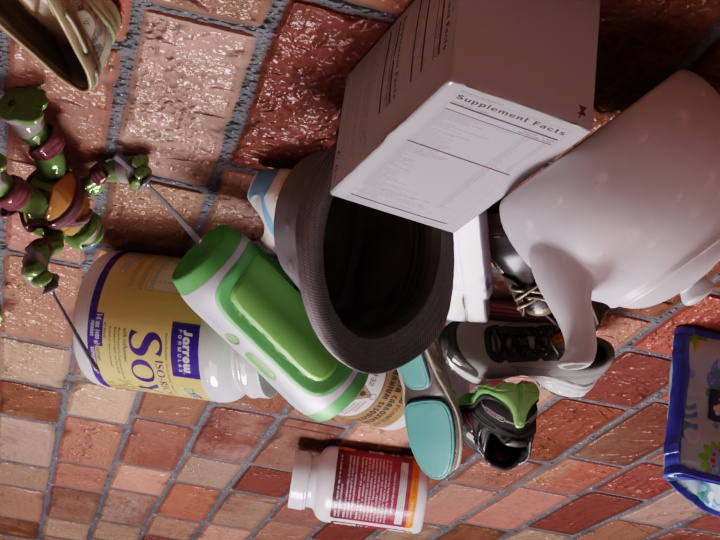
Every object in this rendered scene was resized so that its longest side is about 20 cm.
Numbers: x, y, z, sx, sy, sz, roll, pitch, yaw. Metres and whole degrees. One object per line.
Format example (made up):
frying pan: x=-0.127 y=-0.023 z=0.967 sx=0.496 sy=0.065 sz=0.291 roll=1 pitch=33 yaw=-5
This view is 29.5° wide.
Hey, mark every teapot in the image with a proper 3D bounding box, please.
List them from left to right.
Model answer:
teapot: x=0.212 y=-0.042 z=1.003 sx=0.200 sy=0.146 sz=0.197 roll=-37 pitch=179 yaw=21

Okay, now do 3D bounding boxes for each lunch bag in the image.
lunch bag: x=0.403 y=0.169 z=1.479 sx=0.200 sy=0.171 sz=0.127 roll=25 pitch=151 yaw=-31

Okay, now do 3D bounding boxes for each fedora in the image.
fedora: x=-0.008 y=-0.022 z=1.128 sx=0.090 sy=0.177 sz=0.201 roll=11 pitch=123 yaw=45

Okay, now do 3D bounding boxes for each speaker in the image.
speaker: x=-0.083 y=0.051 z=1.293 sx=0.200 sy=0.089 sz=0.088 roll=46 pitch=142 yaw=-18

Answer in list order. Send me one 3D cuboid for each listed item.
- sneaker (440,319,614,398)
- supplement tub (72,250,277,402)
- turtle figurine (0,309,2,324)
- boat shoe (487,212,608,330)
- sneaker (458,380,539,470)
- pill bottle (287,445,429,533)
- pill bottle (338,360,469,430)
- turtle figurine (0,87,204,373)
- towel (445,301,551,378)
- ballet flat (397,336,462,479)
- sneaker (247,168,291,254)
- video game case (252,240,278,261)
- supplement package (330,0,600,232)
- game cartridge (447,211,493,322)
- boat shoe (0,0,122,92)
sneaker: x=0.174 y=0.079 z=1.427 sx=0.199 sy=0.074 sz=0.079 roll=9 pitch=149 yaw=-23
supplement tub: x=-0.180 y=0.059 z=1.416 sx=0.199 sy=0.146 sz=0.146 roll=6 pitch=157 yaw=15
turtle figurine: x=-0.506 y=0.080 z=1.529 sx=0.193 sy=0.200 sz=0.144 roll=-4 pitch=134 yaw=-37
boat shoe: x=0.179 y=0.007 z=1.296 sx=0.074 sy=0.074 sz=0.200 roll=-15 pitch=147 yaw=41
sneaker: x=0.138 y=0.170 z=1.433 sx=0.076 sy=0.084 sz=0.200 roll=3 pitch=163 yaw=-3
pill bottle: x=-0.003 y=0.319 z=2.011 sx=0.199 sy=0.113 sz=0.113 roll=8 pitch=157 yaw=-1
pill bottle: x=0.017 y=0.111 z=1.490 sx=0.199 sy=0.115 sz=0.114 roll=21 pitch=153 yaw=-33
turtle figurine: x=-0.248 y=-0.057 z=1.201 sx=0.144 sy=0.200 sz=0.194 roll=-32 pitch=144 yaw=2
towel: x=0.153 y=0.076 z=1.528 sx=0.143 sy=0.023 sz=0.200 roll=7 pitch=157 yaw=0
ballet flat: x=0.075 y=0.119 z=1.425 sx=0.067 sy=0.062 sz=0.201 roll=-2 pitch=111 yaw=34
sneaker: x=-0.042 y=-0.028 z=1.282 sx=0.080 sy=0.077 sz=0.200 roll=13 pitch=149 yaw=25
video game case: x=0.000 y=0.000 z=1.404 sx=0.199 sy=0.018 sz=0.143 roll=-4 pitch=155 yaw=23
supplement package: x=0.072 y=-0.123 z=0.987 sx=0.113 sy=0.110 sz=0.200 roll=16 pitch=155 yaw=-20
game cartridge: x=0.051 y=-0.033 z=1.226 sx=0.129 sy=0.038 sz=0.200 roll=-1 pitch=135 yaw=10
boat shoe: x=-0.241 y=-0.201 z=0.961 sx=0.073 sy=0.063 sz=0.200 roll=-8 pitch=152 yaw=32
